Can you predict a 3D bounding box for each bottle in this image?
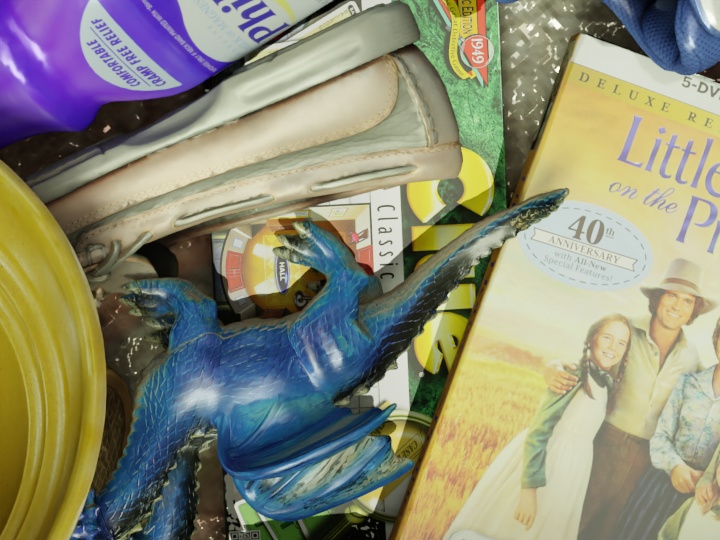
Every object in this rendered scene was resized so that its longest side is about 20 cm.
[{"bbox_3d":[-0.064,-0.098,0.708,0.200,0.065,0.084,-30,137,12],"label":"bottle"}]

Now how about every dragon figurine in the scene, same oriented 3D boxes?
[{"bbox_3d":[-0.018,0.043,0.719,0.200,0.059,0.099,-16,64,1],"label":"dragon figurine"}]

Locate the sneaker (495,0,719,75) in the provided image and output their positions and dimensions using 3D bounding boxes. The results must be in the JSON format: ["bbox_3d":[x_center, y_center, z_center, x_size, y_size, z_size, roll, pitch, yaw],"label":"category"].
[{"bbox_3d":[0.129,-0.094,0.724,0.200,0.075,0.088,17,70,-5],"label":"sneaker"}]

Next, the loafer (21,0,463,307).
[{"bbox_3d":[-0.062,-0.019,0.736,0.200,0.072,0.063,-26,95,13],"label":"loafer"}]

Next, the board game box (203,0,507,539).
[{"bbox_3d":[0.000,0.000,0.780,0.105,0.023,0.200,-4,94,-5],"label":"board game box"}]

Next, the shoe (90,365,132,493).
[{"bbox_3d":[-0.126,0.122,0.737,0.053,0.070,0.200,7,65,18],"label":"shoe"}]

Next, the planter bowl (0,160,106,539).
[{"bbox_3d":[-0.170,0.053,0.686,0.200,0.083,0.201,-1,70,4],"label":"planter bowl"}]

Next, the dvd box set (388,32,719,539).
[{"bbox_3d":[0.104,0.039,0.747,0.146,0.029,0.200,21,91,-2],"label":"dvd box set"}]
